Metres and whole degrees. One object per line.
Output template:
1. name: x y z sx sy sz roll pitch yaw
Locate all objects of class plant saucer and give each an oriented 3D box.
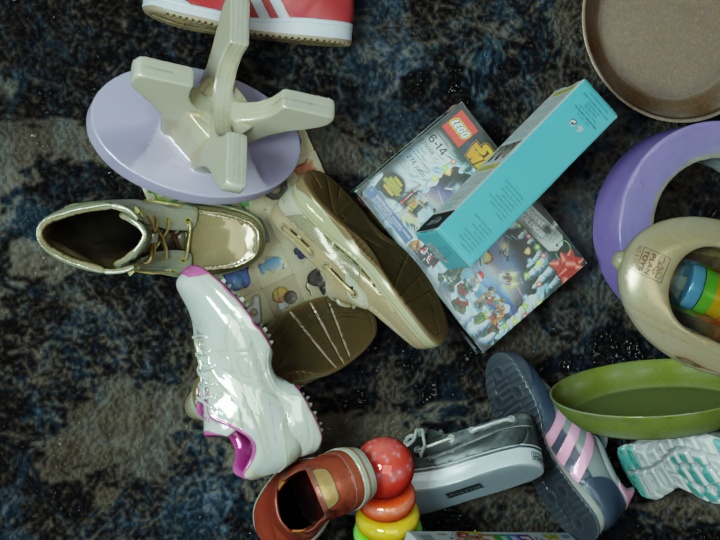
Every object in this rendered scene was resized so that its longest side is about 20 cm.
1. plant saucer: 0.276 0.121 1.433 0.198 0.200 0.031 -7 100 -9
2. plant saucer: 0.308 -0.245 1.515 0.199 0.037 0.202 0 91 -10

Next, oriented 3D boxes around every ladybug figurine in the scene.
1. ladybug figurine: 0.318 0.023 1.416 0.199 0.072 0.137 25 86 -9

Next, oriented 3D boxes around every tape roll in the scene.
1. tape roll: 0.332 -0.042 1.497 0.198 0.085 0.202 0 90 -10

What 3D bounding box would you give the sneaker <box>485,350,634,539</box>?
1. sneaker: 0.193 0.159 1.496 0.082 0.070 0.201 -28 90 -36

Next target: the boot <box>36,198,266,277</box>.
1. boot: -0.182 -0.028 1.372 0.198 0.155 0.073 4 92 -5

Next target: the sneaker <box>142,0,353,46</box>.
1. sneaker: -0.100 -0.274 1.431 0.198 0.071 0.114 5 94 -17

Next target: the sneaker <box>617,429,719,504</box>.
1. sneaker: 0.322 0.164 1.447 0.091 0.200 0.078 -33 98 -20

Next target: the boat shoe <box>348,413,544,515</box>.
1. boat shoe: 0.072 0.181 1.458 0.198 0.074 0.069 -19 58 16

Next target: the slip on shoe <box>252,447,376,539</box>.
1. slip on shoe: -0.056 0.208 1.386 0.061 0.200 0.075 -18 80 -32

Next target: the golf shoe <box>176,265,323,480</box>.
1. golf shoe: -0.114 0.092 1.349 0.091 0.075 0.201 -34 97 -19

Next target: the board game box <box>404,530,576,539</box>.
1. board game box: 0.109 0.309 1.428 0.199 0.034 0.135 7 108 -36

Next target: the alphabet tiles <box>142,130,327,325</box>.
1. alphabet tiles: -0.105 -0.051 1.465 0.165 0.006 0.201 -24 94 -8

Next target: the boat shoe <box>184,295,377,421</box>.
1. boat shoe: -0.077 0.081 1.443 0.199 0.064 0.072 -25 88 -25

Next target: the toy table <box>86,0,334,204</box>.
1. toy table: -0.131 -0.138 1.372 0.199 0.117 0.185 -3 72 -27

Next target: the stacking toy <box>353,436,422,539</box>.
1. stacking toy: 0.028 0.235 1.404 0.085 0.086 0.201 -8 126 -9

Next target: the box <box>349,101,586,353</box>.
1. box: 0.104 -0.041 1.482 0.137 0.040 0.200 -40 96 -8

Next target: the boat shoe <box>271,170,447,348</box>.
1. boat shoe: 0.000 0.000 1.428 0.200 0.071 0.065 49 118 5

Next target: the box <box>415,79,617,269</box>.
1. box: 0.143 -0.088 1.427 0.200 0.082 0.049 -45 98 -9
